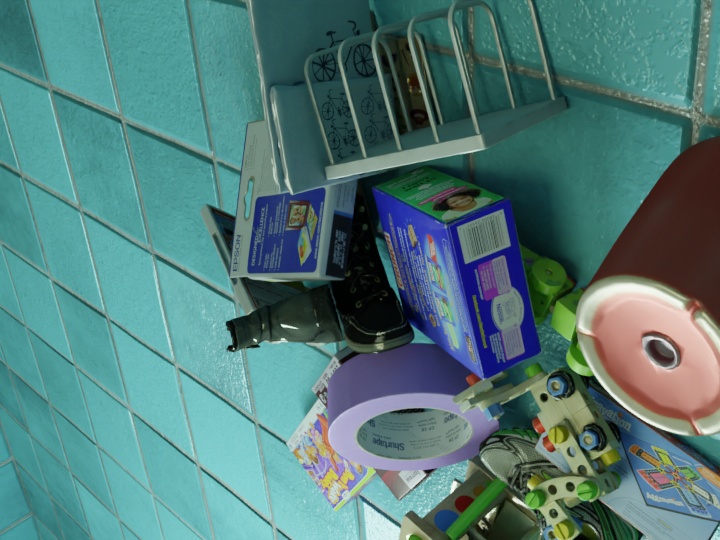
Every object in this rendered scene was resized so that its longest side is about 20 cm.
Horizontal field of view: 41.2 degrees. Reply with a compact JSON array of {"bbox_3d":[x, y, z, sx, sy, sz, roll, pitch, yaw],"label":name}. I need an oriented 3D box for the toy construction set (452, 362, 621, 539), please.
[{"bbox_3d":[0.192,0.175,0.993,0.131,0.092,0.200,-41,80,31],"label":"toy construction set"}]

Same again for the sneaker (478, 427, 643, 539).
[{"bbox_3d":[0.214,0.250,1.061,0.199,0.085,0.078,33,135,22],"label":"sneaker"}]

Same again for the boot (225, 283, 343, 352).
[{"bbox_3d":[-0.092,0.061,1.118,0.200,0.130,0.068,79,175,-81],"label":"boot"}]

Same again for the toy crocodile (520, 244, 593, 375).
[{"bbox_3d":[0.213,0.040,0.963,0.200,0.062,0.068,45,143,29],"label":"toy crocodile"}]

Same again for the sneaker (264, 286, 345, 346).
[{"bbox_3d":[-0.086,0.062,1.357,0.200,0.070,0.081,-5,95,50],"label":"sneaker"}]

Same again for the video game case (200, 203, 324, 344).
[{"bbox_3d":[-0.125,0.004,1.252,0.017,0.143,0.201,-45,49,19],"label":"video game case"}]

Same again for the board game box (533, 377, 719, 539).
[{"bbox_3d":[0.281,0.202,0.988,0.200,0.019,0.103,37,118,31],"label":"board game box"}]

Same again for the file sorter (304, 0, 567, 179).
[{"bbox_3d":[0.063,-0.176,0.906,0.199,0.138,0.125,-6,106,46],"label":"file sorter"}]

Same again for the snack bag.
[{"bbox_3d":[-0.030,-0.188,0.964,0.021,0.188,0.201,-2,101,41],"label":"snack bag"}]

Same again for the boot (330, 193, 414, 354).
[{"bbox_3d":[-0.002,0.000,1.095,0.204,0.073,0.155,-132,28,-71],"label":"boot"}]

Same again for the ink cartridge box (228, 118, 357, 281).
[{"bbox_3d":[-0.077,-0.086,1.114,0.199,0.047,0.199,-1,81,55],"label":"ink cartridge box"}]

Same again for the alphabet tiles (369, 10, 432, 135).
[{"bbox_3d":[0.003,-0.201,1.074,0.199,0.008,0.168,4,109,46],"label":"alphabet tiles"}]

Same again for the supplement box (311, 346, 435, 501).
[{"bbox_3d":[0.028,0.203,1.306,0.200,0.061,0.109,50,144,14],"label":"supplement box"}]

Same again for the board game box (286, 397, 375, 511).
[{"bbox_3d":[-0.030,0.265,1.437,0.135,0.045,0.200,51,144,14],"label":"board game box"}]

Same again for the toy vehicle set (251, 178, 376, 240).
[{"bbox_3d":[-0.068,-0.097,1.242,0.199,0.026,0.125,9,120,49],"label":"toy vehicle set"}]

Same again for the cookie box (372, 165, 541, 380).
[{"bbox_3d":[0.096,-0.005,1.002,0.200,0.075,0.172,-144,35,-64],"label":"cookie box"}]

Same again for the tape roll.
[{"bbox_3d":[0.060,0.164,1.119,0.201,0.199,0.066,116,158,-50],"label":"tape roll"}]

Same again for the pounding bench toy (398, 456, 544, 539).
[{"bbox_3d":[0.134,0.318,1.168,0.124,0.156,0.201,36,138,31],"label":"pounding bench toy"}]

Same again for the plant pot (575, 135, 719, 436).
[{"bbox_3d":[0.274,0.019,0.739,0.200,0.177,0.201,34,143,30],"label":"plant pot"}]
